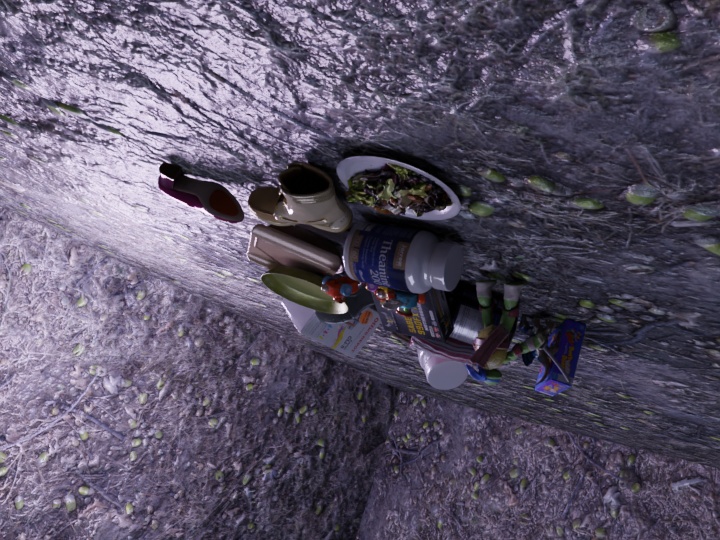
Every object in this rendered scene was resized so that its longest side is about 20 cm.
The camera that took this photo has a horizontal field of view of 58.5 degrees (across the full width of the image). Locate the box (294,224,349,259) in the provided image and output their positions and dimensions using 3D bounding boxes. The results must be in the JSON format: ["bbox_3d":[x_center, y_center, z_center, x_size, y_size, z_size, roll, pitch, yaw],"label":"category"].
[{"bbox_3d":[-0.080,-0.059,1.379,0.143,0.037,0.200,22,164,-7],"label":"box"}]

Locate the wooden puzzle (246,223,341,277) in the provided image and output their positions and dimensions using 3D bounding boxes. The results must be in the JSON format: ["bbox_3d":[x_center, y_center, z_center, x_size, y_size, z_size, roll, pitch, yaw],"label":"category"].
[{"bbox_3d":[-0.138,-0.030,1.306,0.183,0.038,0.200,23,161,-7],"label":"wooden puzzle"}]

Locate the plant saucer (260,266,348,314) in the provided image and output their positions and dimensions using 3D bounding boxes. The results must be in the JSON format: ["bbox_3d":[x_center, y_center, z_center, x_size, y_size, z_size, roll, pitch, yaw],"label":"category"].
[{"bbox_3d":[-0.114,0.038,1.362,0.197,0.031,0.200,18,161,6],"label":"plant saucer"}]

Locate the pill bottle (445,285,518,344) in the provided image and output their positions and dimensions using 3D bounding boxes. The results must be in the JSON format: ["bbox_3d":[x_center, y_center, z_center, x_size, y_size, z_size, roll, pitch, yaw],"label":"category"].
[{"bbox_3d":[0.231,0.097,1.385,0.197,0.113,0.112,19,166,5],"label":"pill bottle"}]

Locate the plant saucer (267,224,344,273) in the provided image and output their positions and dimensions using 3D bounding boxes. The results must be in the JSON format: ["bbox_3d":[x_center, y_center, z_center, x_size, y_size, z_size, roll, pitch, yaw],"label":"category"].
[{"bbox_3d":[-0.121,-0.048,1.339,0.198,0.035,0.200,20,166,5],"label":"plant saucer"}]

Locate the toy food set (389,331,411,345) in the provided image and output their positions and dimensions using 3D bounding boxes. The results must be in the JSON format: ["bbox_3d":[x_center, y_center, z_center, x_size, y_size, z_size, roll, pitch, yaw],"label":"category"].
[{"bbox_3d":[0.120,0.122,1.654,0.199,0.060,0.144,30,-158,-39],"label":"toy food set"}]

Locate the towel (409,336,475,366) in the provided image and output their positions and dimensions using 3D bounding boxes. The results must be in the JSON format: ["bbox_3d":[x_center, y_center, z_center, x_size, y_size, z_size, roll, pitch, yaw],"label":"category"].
[{"bbox_3d":[0.199,0.125,1.453,0.144,0.201,0.030,18,127,7],"label":"towel"}]

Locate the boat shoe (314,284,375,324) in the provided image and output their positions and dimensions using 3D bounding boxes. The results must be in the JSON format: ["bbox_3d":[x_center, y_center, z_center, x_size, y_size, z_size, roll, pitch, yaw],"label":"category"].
[{"bbox_3d":[-0.013,0.063,1.497,0.075,0.200,0.065,60,-167,-7],"label":"boat shoe"}]

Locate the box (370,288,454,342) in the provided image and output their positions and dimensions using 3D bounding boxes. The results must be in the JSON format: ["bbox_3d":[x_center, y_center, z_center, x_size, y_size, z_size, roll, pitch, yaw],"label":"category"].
[{"bbox_3d":[0.094,0.044,1.308,0.157,0.048,0.202,8,129,38],"label":"box"}]

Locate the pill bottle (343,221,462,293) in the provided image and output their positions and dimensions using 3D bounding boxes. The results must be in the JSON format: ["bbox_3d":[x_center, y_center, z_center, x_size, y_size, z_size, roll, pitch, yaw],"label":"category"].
[{"bbox_3d":[0.077,-0.021,1.151,0.198,0.112,0.111,11,164,31],"label":"pill bottle"}]

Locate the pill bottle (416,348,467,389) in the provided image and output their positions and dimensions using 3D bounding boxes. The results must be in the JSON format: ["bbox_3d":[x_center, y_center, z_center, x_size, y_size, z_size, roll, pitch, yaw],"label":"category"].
[{"bbox_3d":[0.186,0.172,1.509,0.111,0.201,0.115,-2,128,-3],"label":"pill bottle"}]

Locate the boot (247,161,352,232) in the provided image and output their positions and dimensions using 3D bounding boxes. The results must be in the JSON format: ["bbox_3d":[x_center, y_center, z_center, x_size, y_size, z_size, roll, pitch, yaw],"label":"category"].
[{"bbox_3d":[-0.121,-0.129,1.095,0.197,0.074,0.156,14,165,16],"label":"boot"}]

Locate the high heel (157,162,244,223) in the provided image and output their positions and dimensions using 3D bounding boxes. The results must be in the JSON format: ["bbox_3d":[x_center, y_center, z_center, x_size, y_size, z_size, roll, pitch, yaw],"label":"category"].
[{"bbox_3d":[-0.324,-0.146,1.319,0.199,0.068,0.096,35,156,1],"label":"high heel"}]

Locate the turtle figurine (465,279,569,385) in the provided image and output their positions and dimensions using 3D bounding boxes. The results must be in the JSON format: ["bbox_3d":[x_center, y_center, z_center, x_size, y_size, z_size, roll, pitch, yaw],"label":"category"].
[{"bbox_3d":[0.288,0.117,1.259,0.197,0.197,0.144,-2,-174,-13],"label":"turtle figurine"}]

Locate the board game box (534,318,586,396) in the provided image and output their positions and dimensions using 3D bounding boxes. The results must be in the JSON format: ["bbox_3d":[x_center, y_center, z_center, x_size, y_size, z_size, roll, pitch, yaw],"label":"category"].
[{"bbox_3d":[0.441,0.198,1.428,0.044,0.136,0.200,17,166,10],"label":"board game box"}]

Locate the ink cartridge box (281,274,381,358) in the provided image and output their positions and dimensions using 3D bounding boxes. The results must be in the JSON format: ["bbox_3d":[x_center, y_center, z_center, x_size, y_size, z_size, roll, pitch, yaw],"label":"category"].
[{"bbox_3d":[-0.068,0.100,1.642,0.199,0.146,0.145,30,-169,-39],"label":"ink cartridge box"}]

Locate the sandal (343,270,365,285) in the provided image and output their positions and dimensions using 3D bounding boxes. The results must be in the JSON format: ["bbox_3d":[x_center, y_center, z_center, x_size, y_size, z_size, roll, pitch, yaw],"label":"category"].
[{"bbox_3d":[0.000,0.000,1.426,0.045,0.076,0.200,24,173,-7],"label":"sandal"}]

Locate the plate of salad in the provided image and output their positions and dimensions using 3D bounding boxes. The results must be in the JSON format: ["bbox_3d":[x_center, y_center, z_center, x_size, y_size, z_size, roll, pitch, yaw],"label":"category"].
[{"bbox_3d":[0.054,-0.113,0.971,0.197,0.049,0.200,19,166,5],"label":"plate of salad"}]

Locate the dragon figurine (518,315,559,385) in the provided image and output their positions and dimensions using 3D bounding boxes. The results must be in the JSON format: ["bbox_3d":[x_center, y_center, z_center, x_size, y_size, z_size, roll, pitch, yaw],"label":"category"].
[{"bbox_3d":[0.379,0.170,1.371,0.058,0.202,0.100,2,143,-1],"label":"dragon figurine"}]

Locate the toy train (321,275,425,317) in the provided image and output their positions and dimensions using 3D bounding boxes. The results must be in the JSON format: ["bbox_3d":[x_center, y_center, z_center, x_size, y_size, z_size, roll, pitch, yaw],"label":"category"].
[{"bbox_3d":[0.026,0.052,1.201,0.149,0.057,0.199,-17,-155,-40],"label":"toy train"}]
